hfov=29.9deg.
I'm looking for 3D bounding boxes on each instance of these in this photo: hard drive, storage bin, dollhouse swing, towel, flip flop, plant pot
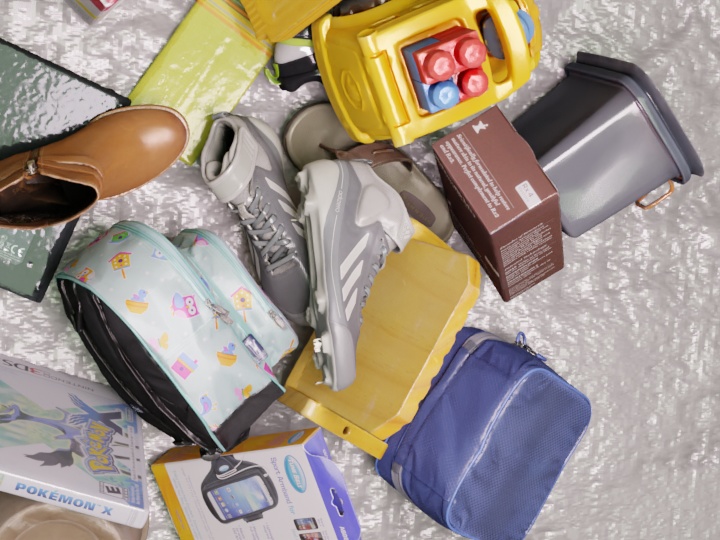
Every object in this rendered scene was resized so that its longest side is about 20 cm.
[{"bbox_3d":[-0.306,-0.090,1.188,0.139,0.033,0.201,24,92,-19],"label":"hard drive"},{"bbox_3d":[0.215,-0.106,1.282,0.134,0.200,0.146,-36,107,1],"label":"storage bin"},{"bbox_3d":[0.054,0.076,1.217,0.182,0.175,0.201,36,80,-46],"label":"dollhouse swing"},{"bbox_3d":[-0.133,-0.201,1.244,0.086,0.018,0.200,36,86,-13],"label":"towel"},{"bbox_3d":[0.016,-0.088,1.282,0.200,0.058,0.081,39,85,-18],"label":"flip flop"},{"bbox_3d":[-0.273,0.231,1.171,0.199,0.173,0.201,-2,96,-17],"label":"plant pot"}]

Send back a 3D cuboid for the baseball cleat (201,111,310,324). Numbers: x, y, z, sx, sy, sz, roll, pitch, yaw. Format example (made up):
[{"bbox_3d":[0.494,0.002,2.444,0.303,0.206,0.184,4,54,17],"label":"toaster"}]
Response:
[{"bbox_3d":[-0.093,-0.046,1.202,0.070,0.106,0.201,-29,73,24],"label":"baseball cleat"}]

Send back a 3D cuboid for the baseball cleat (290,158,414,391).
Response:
[{"bbox_3d":[0.000,0.000,1.154,0.106,0.070,0.201,-5,83,-14],"label":"baseball cleat"}]

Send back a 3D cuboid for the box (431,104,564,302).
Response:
[{"bbox_3d":[0.127,-0.054,1.209,0.075,0.200,0.100,-31,69,-3],"label":"box"}]

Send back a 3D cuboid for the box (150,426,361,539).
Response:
[{"bbox_3d":[-0.087,0.212,1.231,0.199,0.041,0.120,-12,105,29],"label":"box"}]

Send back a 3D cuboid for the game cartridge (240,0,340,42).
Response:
[{"bbox_3d":[-0.068,-0.314,1.145,0.032,0.176,0.201,-17,84,-40],"label":"game cartridge"}]

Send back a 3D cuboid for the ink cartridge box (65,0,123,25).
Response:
[{"bbox_3d":[-0.195,-0.286,1.116,0.083,0.200,0.145,45,83,-14],"label":"ink cartridge box"}]

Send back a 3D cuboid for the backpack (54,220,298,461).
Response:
[{"bbox_3d":[-0.165,0.044,1.180,0.200,0.176,0.153,47,74,-21],"label":"backpack"}]

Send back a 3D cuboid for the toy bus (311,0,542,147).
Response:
[{"bbox_3d":[0.081,-0.188,1.145,0.199,0.192,0.136,-24,108,-12],"label":"toy bus"}]

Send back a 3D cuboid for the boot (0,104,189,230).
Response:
[{"bbox_3d":[-0.226,-0.084,1.113,0.199,0.155,0.077,-14,103,-14],"label":"boot"}]

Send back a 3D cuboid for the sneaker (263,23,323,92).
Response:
[{"bbox_3d":[0.005,-0.186,1.263,0.199,0.072,0.083,7,102,-19],"label":"sneaker"}]

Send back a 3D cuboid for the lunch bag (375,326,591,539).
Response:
[{"bbox_3d":[0.116,0.151,1.304,0.136,0.132,0.200,36,84,-43],"label":"lunch bag"}]

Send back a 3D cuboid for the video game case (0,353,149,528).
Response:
[{"bbox_3d":[-0.271,0.134,1.146,0.182,0.200,0.022,20,108,-19],"label":"video game case"}]
